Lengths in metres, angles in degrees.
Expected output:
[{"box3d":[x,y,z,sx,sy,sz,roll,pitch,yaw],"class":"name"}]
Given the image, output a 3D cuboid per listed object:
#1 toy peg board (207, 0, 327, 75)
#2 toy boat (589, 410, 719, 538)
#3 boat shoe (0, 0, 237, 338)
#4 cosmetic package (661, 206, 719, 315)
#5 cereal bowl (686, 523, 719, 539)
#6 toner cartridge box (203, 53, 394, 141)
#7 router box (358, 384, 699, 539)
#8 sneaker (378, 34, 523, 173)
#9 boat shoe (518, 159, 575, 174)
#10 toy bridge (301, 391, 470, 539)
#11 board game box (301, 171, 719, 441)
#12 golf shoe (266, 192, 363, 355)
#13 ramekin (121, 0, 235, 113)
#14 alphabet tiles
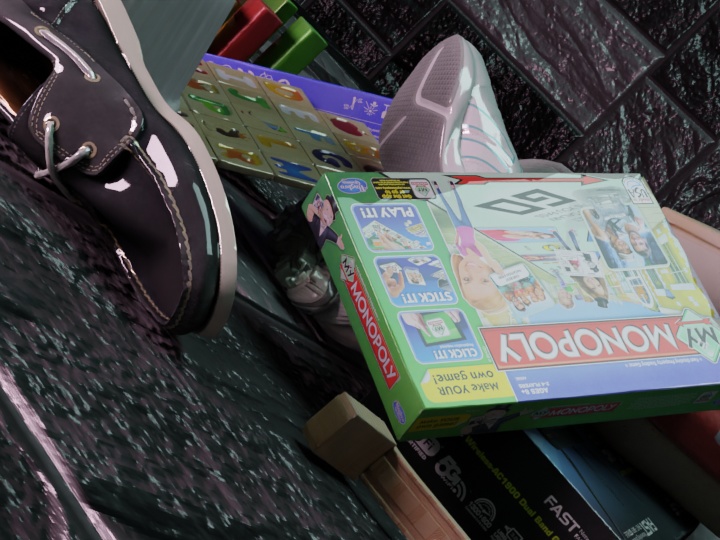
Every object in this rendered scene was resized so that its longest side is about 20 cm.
[{"box3d":[-0.133,-0.211,1.320,0.199,0.098,0.200,39,9,-46],"class":"toy peg board"},{"box3d":[0.207,0.061,0.980,0.200,0.131,0.131,39,15,-28],"class":"toy boat"},{"box3d":[-0.111,-0.048,0.734,0.067,0.072,0.200,-8,51,-34],"class":"boat shoe"},{"box3d":[0.271,0.035,1.137,0.103,0.073,0.200,20,8,-36],"class":"cosmetic package"},{"box3d":[0.213,0.157,1.149,0.200,0.083,0.200,55,14,-20],"class":"cereal bowl"},{"box3d":[-0.021,-0.101,1.165,0.199,0.043,0.095,15,4,8],"class":"toner cartridge box"},{"box3d":[0.092,0.103,0.923,0.150,0.062,0.200,49,13,13],"class":"router box"},{"box3d":[0.060,-0.045,0.985,0.080,0.070,0.201,27,42,-31],"class":"sneaker"},{"box3d":[0.121,-0.023,1.058,0.200,0.075,0.061,-135,-149,-72],"class":"boat shoe"},{"box3d":[0.041,0.129,0.693,0.067,0.027,0.200,41,9,-43],"class":"toy bridge"},{"box3d":[0.083,0.012,0.866,0.199,0.029,0.135,-2,54,-33],"class":"board game box"},{"box3d":[0.000,0.000,1.043,0.097,0.078,0.200,50,15,-18],"class":"golf shoe"},{"box3d":[-0.150,-0.167,0.899,0.202,0.094,0.202,39,9,-8],"class":"ramekin"},{"box3d":[-0.070,-0.088,1.017,0.199,0.006,0.167,14,22,-26],"class":"alphabet tiles"}]
